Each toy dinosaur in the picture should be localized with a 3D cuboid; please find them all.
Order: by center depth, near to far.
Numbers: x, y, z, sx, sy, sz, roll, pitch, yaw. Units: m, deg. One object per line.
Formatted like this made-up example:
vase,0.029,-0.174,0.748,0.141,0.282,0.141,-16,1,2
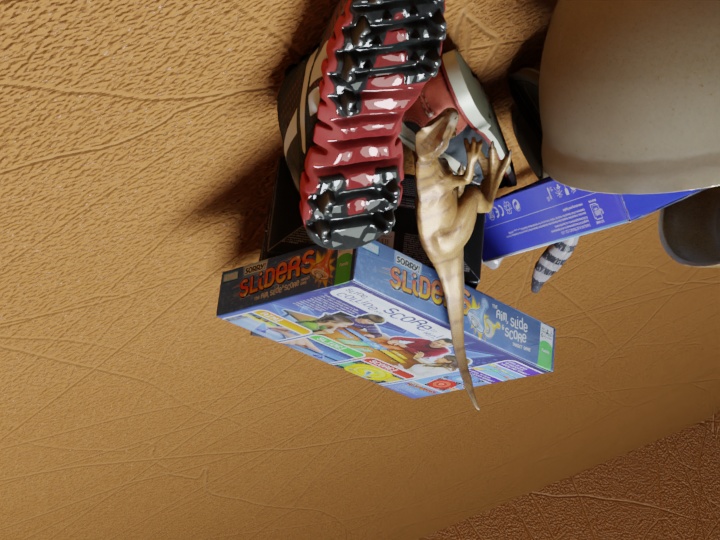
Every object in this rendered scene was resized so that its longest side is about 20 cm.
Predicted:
toy dinosaur,0.054,-0.025,1.081,0.060,0.201,0.106,7,-140,26

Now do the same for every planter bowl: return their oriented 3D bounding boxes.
planter bowl,0.197,-0.145,1.035,0.198,0.136,0.200,-12,-161,4

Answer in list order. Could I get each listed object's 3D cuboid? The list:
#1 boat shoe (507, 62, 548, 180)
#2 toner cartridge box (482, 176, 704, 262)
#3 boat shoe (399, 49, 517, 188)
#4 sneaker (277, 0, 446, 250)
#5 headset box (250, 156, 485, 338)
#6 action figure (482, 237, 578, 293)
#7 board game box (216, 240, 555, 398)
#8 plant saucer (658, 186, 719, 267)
boat shoe,0.152,-0.120,1.246,0.068,0.072,0.200,-28,175,-1
toner cartridge box,0.159,-0.052,1.165,0.094,0.043,0.200,-21,-179,-24
boat shoe,0.062,-0.094,1.162,0.062,0.072,0.200,-24,164,10
sneaker,-0.005,-0.113,0.995,0.070,0.098,0.201,-6,133,-24
headset box,0.000,0.000,1.234,0.147,0.076,0.200,8,158,-4
action figure,0.210,-0.064,1.457,0.199,0.105,0.193,-9,165,-44
board game box,0.020,0.036,1.165,0.135,0.035,0.199,-14,151,42
plant saucer,0.280,-0.074,1.111,0.200,0.035,0.201,-43,-159,21
